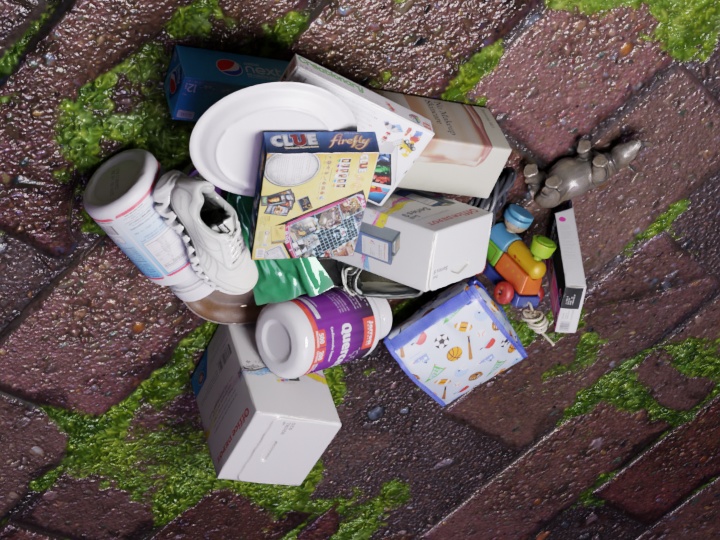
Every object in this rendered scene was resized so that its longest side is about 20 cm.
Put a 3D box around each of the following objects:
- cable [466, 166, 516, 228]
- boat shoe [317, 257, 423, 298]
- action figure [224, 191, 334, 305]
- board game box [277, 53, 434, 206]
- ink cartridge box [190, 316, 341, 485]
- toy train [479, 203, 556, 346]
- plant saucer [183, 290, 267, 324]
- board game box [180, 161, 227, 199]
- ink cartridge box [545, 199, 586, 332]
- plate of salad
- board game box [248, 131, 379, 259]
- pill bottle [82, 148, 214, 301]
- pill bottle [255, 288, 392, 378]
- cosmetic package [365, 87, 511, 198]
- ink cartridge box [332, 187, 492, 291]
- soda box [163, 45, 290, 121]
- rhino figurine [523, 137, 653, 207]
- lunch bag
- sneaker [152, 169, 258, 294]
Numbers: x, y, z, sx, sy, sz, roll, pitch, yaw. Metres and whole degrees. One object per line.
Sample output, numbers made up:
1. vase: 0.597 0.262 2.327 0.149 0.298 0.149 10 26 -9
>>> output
1. cable: 0.160 -0.064 1.805 0.200 0.051 0.163 -50 164 13
2. boat shoe: 0.000 0.000 1.739 0.198 0.071 0.073 0 118 15
3. action figure: -0.122 -0.053 1.655 0.117 0.055 0.201 -15 118 18
4. board game box: -0.025 -0.168 1.555 0.199 0.035 0.126 23 123 -24
5. ink cartridge box: -0.142 0.191 1.865 0.144 0.201 0.148 11 128 -30
6. toy train: 0.251 0.002 1.850 0.084 0.200 0.116 1 127 -40
7. plant saucer: -0.161 -0.004 1.789 0.198 0.032 0.201 -12 135 -12
8. board game box: -0.131 -0.101 1.680 0.120 0.032 0.200 -38 127 9
9. ink cartridge box: 0.299 -0.013 1.864 0.037 0.201 0.095 4 134 0
10. plate of salad: -0.103 -0.158 1.493 0.198 0.048 0.201 -8 144 -6
11. board game box: -0.060 -0.088 1.531 0.134 0.035 0.201 -2 144 -13
12. pill bottle: -0.258 -0.053 1.630 0.108 0.109 0.200 -30 130 7
13. pill bottle: -0.048 0.083 1.837 0.199 0.113 0.113 -13 141 -44
14. cosmetic package: 0.086 -0.168 1.682 0.199 0.104 0.088 5 130 -28
15. ink cartridge box: 0.053 -0.052 1.672 0.145 0.199 0.088 -19 124 -50
16. soda box: -0.136 -0.220 1.561 0.198 0.068 0.064 4 132 -26
17. rhino figurine: 0.331 -0.149 1.834 0.199 0.060 0.088 -22 156 -3
18. lunch bag: 0.140 0.100 1.947 0.169 0.124 0.200 -34 150 10
19. sneaker: -0.178 -0.040 1.582 0.081 0.075 0.200 4 143 37
